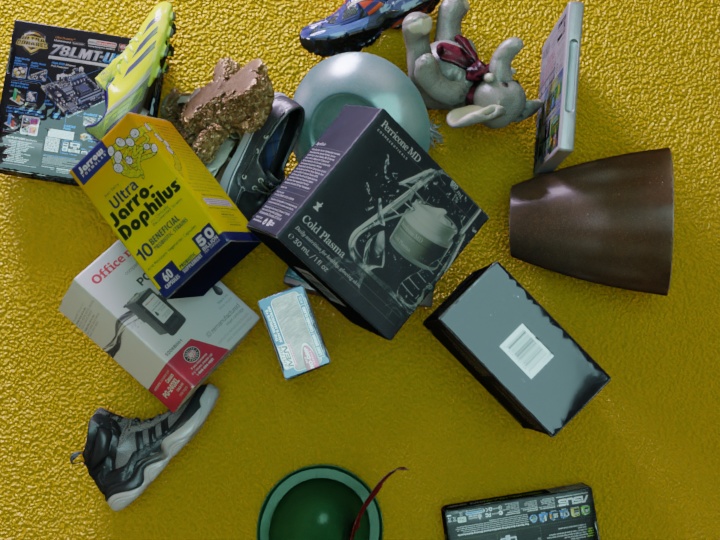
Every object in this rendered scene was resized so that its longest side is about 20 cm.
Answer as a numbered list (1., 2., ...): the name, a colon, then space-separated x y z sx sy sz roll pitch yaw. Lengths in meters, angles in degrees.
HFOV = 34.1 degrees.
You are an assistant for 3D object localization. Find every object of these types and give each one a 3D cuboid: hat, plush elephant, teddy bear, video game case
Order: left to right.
1. teddy bear: -0.186 -0.201 1.494 0.200 0.067 0.145 -26 44 22
2. hat: -0.045 0.321 1.440 0.165 0.176 0.201 10 85 -2
3. plush elephant: 0.148 -0.245 1.504 0.154 0.165 0.201 10 109 24
4. video game case: 0.250 -0.223 1.490 0.022 0.200 0.183 5 85 0

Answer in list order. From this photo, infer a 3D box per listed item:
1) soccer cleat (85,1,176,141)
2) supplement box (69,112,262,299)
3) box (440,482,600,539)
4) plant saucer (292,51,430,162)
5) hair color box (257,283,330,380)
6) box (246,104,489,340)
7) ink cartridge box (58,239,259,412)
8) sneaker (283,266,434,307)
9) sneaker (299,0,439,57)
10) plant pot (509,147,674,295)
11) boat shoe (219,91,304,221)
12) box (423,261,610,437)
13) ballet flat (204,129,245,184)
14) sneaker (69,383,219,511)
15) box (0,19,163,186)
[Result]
1. soccer cleat: -0.290 -0.253 1.484 0.083 0.065 0.201 18 84 -2
2. supplement box: -0.233 -0.077 1.410 0.109 0.109 0.200 -41 80 13
3. box: 0.216 0.388 1.518 0.199 0.048 0.194 -9 88 -5
4. plant saucer: -0.010 -0.176 1.501 0.200 0.039 0.202 8 109 23
5. hair color box: -0.082 0.079 1.447 0.060 0.200 0.100 -20 87 -5
6. box: 0.008 -0.059 1.409 0.200 0.124 0.197 42 80 -23
7. ink cartridge box: -0.252 0.052 1.469 0.200 0.083 0.145 42 51 0
8. sneaker: 0.000 0.000 1.527 0.199 0.071 0.080 7 84 -11
9. sneaker: 0.006 -0.346 1.558 0.199 0.075 0.079 -26 78 -13
10. plant pot: 0.293 -0.064 1.504 0.199 0.187 0.188 1 85 11
11. boat shoe: -0.123 -0.129 1.508 0.066 0.070 0.201 25 92 41
12. box: 0.189 0.098 1.470 0.104 0.182 0.200 -44 90 -6
13. ballet flat: -0.214 -0.108 1.523 0.069 0.063 0.200 32 85 0
14. sneaker: -0.277 0.199 1.488 0.114 0.075 0.200 42 85 1
15. box: -0.366 -0.211 1.529 0.199 0.050 0.199 8 83 -5
